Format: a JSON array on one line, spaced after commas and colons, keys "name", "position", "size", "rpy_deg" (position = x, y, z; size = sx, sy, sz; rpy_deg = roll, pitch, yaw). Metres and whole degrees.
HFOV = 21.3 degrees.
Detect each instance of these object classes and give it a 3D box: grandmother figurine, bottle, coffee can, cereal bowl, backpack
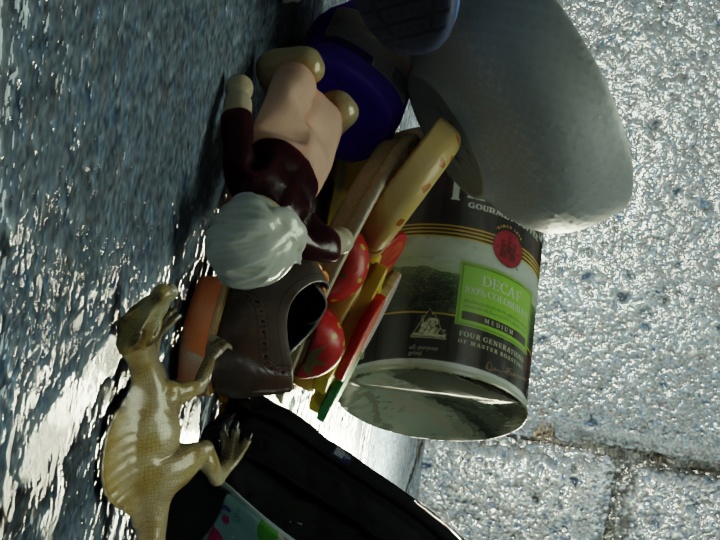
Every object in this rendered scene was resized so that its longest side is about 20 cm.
[{"name": "grandmother figurine", "position": [-0.045, -0.052, 1.086], "size": [0.060, 0.121, 0.200], "rpy_deg": [-38, -163, 28]}, {"name": "bottle", "position": [-0.003, -0.142, 1.319], "size": [0.065, 0.083, 0.200], "rpy_deg": [-48, -169, 23]}, {"name": "coffee can", "position": [0.065, 0.012, 1.462], "size": [0.147, 0.145, 0.201], "rpy_deg": [85, 12, -66]}, {"name": "cereal bowl", "position": [0.089, -0.107, 1.248], "size": [0.201, 0.083, 0.200], "rpy_deg": [56, -12, 18]}, {"name": "backpack", "position": [-0.021, 0.179, 1.079], "size": [0.151, 0.199, 0.178], "rpy_deg": [-62, 179, 13]}]

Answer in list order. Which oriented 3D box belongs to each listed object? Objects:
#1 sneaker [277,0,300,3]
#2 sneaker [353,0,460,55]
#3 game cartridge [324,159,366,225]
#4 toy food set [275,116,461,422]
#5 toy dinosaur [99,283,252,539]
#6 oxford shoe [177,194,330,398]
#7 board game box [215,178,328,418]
[{"name": "sneaker", "position": [0.000, -0.208, 1.225], "size": [0.200, 0.090, 0.079], "rpy_deg": [-52, 152, -75]}, {"name": "sneaker", "position": [0.027, -0.231, 1.143], "size": [0.082, 0.074, 0.201], "rpy_deg": [-29, 111, -61]}, {"name": "game cartridge", "position": [-0.008, -0.072, 1.456], "size": [0.177, 0.032, 0.201], "rpy_deg": [103, -3, -49]}, {"name": "toy food set", "position": [0.000, 0.000, 1.232], "size": [0.201, 0.048, 0.198], "rpy_deg": [-63, 176, -17]}, {"name": "toy dinosaur", "position": [-0.102, 0.093, 0.952], "size": [0.101, 0.058, 0.201], "rpy_deg": [-36, 128, -61]}, {"name": "oxford shoe", "position": [-0.051, 0.005, 1.123], "size": [0.201, 0.072, 0.072], "rpy_deg": [-75, 171, -46]}, {"name": "board game box", "position": [-0.058, 0.019, 1.299], "size": [0.200, 0.026, 0.201], "rpy_deg": [50, 49, -82]}]
